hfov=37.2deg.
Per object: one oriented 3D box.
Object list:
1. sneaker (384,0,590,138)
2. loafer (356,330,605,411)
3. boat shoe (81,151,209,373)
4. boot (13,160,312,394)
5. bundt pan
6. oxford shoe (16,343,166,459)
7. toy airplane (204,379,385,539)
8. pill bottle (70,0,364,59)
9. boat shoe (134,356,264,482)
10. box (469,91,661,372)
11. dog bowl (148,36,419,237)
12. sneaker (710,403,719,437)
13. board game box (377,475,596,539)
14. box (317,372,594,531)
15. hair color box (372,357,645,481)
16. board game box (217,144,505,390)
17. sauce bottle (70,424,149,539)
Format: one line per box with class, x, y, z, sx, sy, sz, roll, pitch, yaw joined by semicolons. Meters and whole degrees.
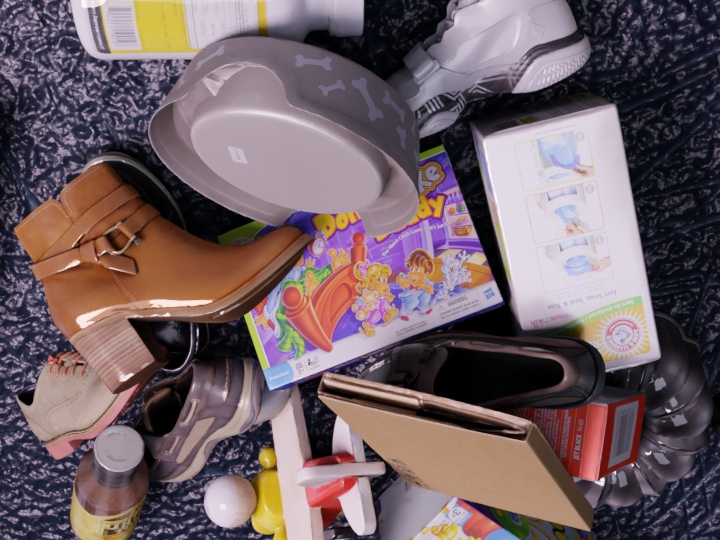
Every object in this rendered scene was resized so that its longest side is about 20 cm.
sneaker;0.066;-0.177;0.808;0.199;0.075;0.115;-21;113;3
loafer;0.078;0.077;0.798;0.199;0.063;0.072;-9;81;28
boat shoe;-0.177;-0.003;0.887;0.074;0.062;0.201;-13;114;6
boot;-0.153;-0.020;0.827;0.200;0.077;0.155;-34;82;-1
bundt pan;0.224;0.132;0.961;0.201;0.076;0.202;-1;117;-1
oxford shoe;-0.235;0.098;0.899;0.075;0.070;0.200;46;131;-9
toy airplane;-0.061;0.190;0.909;0.141;0.200;0.200;-4;116;-14
pill bottle;-0.098;-0.207;0.763;0.199;0.112;0.112;-1;116;-2
boat shoe;-0.154;0.121;0.914;0.073;0.075;0.200;20;139;-26
box;0.159;-0.027;0.843;0.101;0.113;0.201;-13;104;4
dog bowl;-0.048;-0.094;0.771;0.199;0.059;0.200;14;158;6
sneaker;0.379;0.088;0.945;0.087;0.074;0.200;17;119;-17
board game box;0.126;0.263;1.004;0.200;0.103;0.105;35;110;-17
box;0.077;0.139;0.800;0.163;0.021;0.200;9;155;30
hair color box;0.118;0.115;0.874;0.199;0.111;0.064;10;94;30
board game box;0.000;0.000;0.868;0.199;0.045;0.135;-22;81;8
sauce bottle;-0.217;0.188;0.925;0.065;0.065;0.200;14;149;-9
